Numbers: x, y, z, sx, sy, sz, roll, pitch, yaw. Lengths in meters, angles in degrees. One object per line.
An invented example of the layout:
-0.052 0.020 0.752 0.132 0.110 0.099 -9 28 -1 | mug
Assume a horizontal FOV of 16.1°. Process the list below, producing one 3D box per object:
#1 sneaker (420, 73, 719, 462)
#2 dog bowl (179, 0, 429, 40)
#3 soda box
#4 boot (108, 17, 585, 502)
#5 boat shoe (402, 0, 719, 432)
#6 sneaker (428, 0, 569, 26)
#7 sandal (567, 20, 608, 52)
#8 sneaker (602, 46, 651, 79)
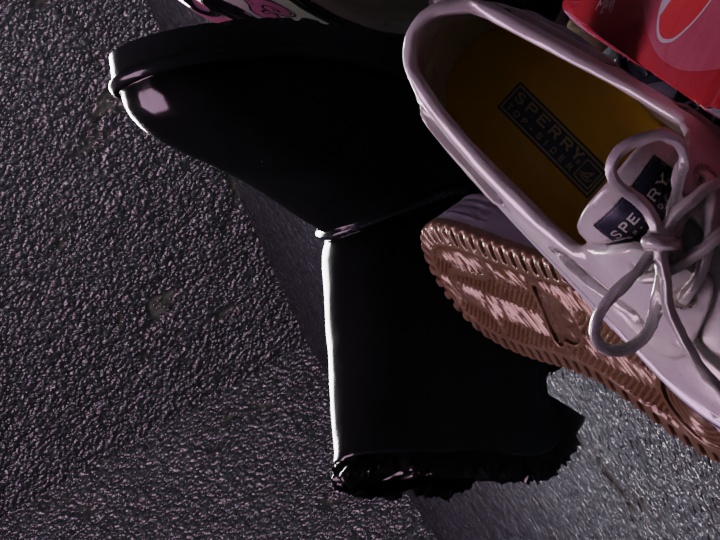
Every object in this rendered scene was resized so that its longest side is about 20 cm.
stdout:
0.115 -0.007 0.832 0.200 0.108 0.070 26 146 53 | sneaker
-0.025 -0.176 0.960 0.074 0.200 0.201 -14 109 44 | dog bowl
0.118 -0.078 0.741 0.063 0.070 0.200 28 -172 -13 | soda box
-0.001 0.000 0.922 0.073 0.198 0.163 -14 76 43 | boot
0.086 -0.014 0.711 0.202 0.075 0.086 46 -169 24 | boat shoe
0.058 -0.158 0.833 0.082 0.074 0.201 -103 9 -67 | sneaker
0.086 -0.110 1.075 0.200 0.054 0.081 152 99 -86 | sandal
0.112 -0.061 0.945 0.200 0.081 0.074 98 147 -68 | sneaker
